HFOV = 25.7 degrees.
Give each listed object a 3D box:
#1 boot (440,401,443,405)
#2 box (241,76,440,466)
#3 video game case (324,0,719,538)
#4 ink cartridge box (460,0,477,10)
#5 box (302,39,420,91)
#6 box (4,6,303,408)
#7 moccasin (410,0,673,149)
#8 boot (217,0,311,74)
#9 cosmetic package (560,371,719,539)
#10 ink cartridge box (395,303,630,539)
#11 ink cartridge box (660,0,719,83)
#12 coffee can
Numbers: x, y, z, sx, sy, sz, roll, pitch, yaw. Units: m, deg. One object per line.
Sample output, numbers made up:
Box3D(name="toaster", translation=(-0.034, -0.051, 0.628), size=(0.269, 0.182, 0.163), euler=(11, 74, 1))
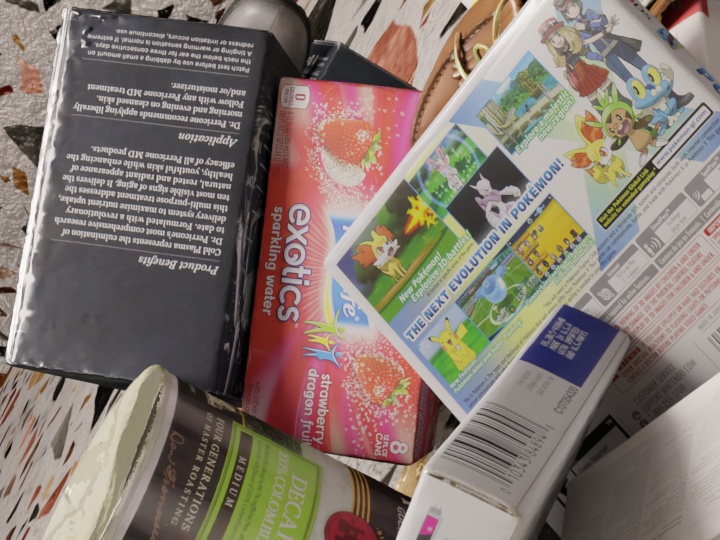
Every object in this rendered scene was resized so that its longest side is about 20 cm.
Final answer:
Box3D(name="boot", translation=(0.029, 0.000, 1.001), size=(0.200, 0.077, 0.155), euler=(-55, 28, 4))
Box3D(name="box", translation=(0.000, 0.000, 0.874), size=(0.095, 0.099, 0.201), euler=(6, -88, -81))
Box3D(name="video game case", translation=(0.096, -0.004, 0.687), size=(0.022, 0.182, 0.200), euler=(-23, -23, -53))
Box3D(name="ink cartridge box", translation=(0.130, -0.192, 1.032), size=(0.117, 0.067, 0.200), euler=(-47, 16, 9))
Box3D(name="box", translation=(-0.011, -0.040, 1.123), size=(0.200, 0.148, 0.107), euler=(-60, 15, 1))
Box3D(name="box", translation=(-0.103, -0.025, 0.918), size=(0.200, 0.124, 0.197), euler=(43, -124, -79))
Box3D(name="moccasin", translation=(0.092, -0.107, 0.749), size=(0.201, 0.074, 0.078), euler=(-37, 14, 35))
Box3D(name="boot", translation=(-0.091, -0.081, 1.072), size=(0.132, 0.070, 0.200), euler=(-83, 16, -49))
Box3D(name="cosmetic package", translation=(0.147, 0.078, 0.576), size=(0.200, 0.051, 0.083), euler=(-46, 17, 44))
Box3D(name="ink cartridge box", translation=(0.035, 0.130, 0.619), size=(0.200, 0.043, 0.196), euler=(-68, -12, 21))
Box3D(name="ink cartridge box", translation=(0.132, -0.034, 0.767), size=(0.200, 0.083, 0.147), euler=(-51, 17, 34))
Box3D(name="coffee can", translation=(-0.048, 0.156, 0.786), size=(0.146, 0.200, 0.146), euler=(-54, 17, 25))
